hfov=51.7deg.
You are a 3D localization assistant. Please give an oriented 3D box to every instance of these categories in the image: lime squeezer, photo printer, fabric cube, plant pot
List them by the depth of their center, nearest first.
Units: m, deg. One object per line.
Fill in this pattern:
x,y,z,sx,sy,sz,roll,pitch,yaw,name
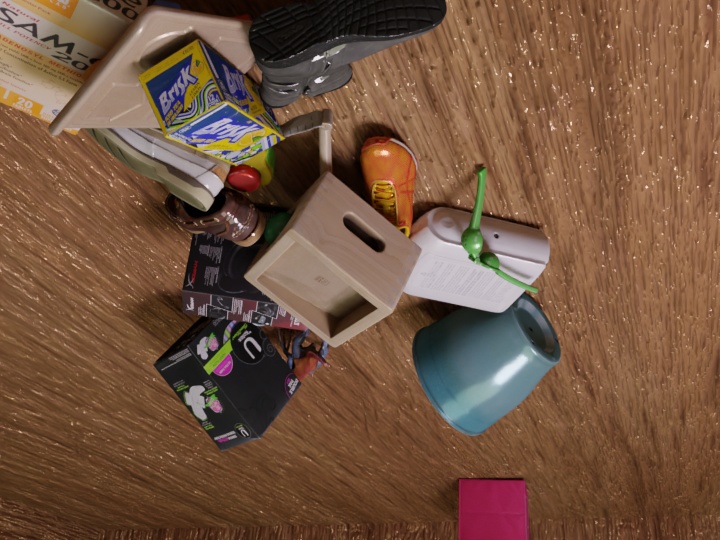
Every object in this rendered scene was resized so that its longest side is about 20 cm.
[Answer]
0.171,-0.032,0.982,0.037,0.070,0.202,13,139,55,lime squeezer
0.149,-0.014,1.074,0.195,0.071,0.167,11,148,-11,photo printer
0.216,0.135,1.219,0.198,0.203,0.187,28,128,-35,plant pot
0.401,0.746,2.215,0.194,0.204,0.197,-3,151,14,fabric cube

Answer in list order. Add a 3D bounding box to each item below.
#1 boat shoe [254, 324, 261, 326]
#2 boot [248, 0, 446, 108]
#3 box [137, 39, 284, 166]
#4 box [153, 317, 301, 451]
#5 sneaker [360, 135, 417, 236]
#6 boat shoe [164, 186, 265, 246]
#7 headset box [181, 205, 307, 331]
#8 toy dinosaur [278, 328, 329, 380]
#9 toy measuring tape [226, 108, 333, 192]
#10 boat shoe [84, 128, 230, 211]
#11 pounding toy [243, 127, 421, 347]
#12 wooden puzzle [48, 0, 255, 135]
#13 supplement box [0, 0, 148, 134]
-0.143,0.029,1.179,0.068,0.073,0.202,10,149,-11,boat shoe
-0.016,-0.227,0.745,0.195,0.069,0.131,-15,172,-2,boot
-0.142,-0.162,0.750,0.069,0.065,0.200,-27,177,9,box
-0.228,0.182,1.297,0.123,0.149,0.202,-25,106,41,box
0.040,-0.093,0.947,0.071,0.079,0.201,-1,148,12,sneaker
-0.198,-0.085,0.943,0.198,0.072,0.070,14,166,46,boat shoe
-0.140,-0.008,1.040,0.195,0.152,0.078,9,152,-10,headset box
-0.117,0.165,1.345,0.103,0.201,0.184,23,116,-4,toy dinosaur
-0.106,-0.140,0.892,0.196,0.075,0.074,-13,147,26,toy measuring tape
-0.242,-0.149,0.872,0.198,0.069,0.075,33,166,3,boat shoe
-0.038,-0.042,0.925,0.199,0.144,0.184,38,145,-12,pounding toy
-0.190,-0.201,0.730,0.184,0.047,0.199,-30,175,37,wooden puzzle
-0.306,-0.237,0.742,0.124,0.075,0.199,21,145,-30,supplement box
